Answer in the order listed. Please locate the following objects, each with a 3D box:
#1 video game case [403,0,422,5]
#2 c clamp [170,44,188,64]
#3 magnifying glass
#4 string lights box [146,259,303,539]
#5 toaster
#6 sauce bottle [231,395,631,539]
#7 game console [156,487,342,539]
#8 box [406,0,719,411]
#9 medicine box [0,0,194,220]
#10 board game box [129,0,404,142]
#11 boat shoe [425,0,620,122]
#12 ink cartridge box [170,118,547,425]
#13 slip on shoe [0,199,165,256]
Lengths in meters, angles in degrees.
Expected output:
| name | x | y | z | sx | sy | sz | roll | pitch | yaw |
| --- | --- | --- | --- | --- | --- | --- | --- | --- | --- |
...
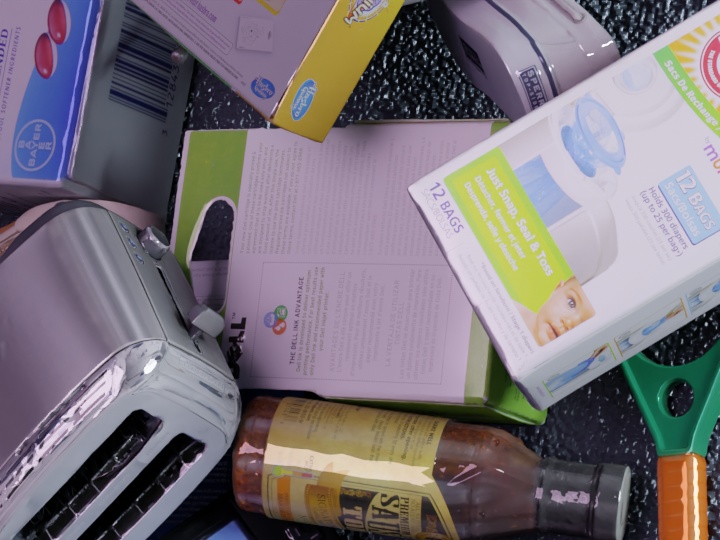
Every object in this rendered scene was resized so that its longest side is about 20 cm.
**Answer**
| name | x | y | z | sx | sy | sz | roll | pitch | yaw |
| --- | --- | --- | --- | --- | --- | --- | --- | --- | --- |
| video game case | 0.087 | -0.211 | 1.505 | 0.199 | 0.023 | 0.182 | -10 | 39 | 31 |
| c clamp | -0.013 | -0.209 | 1.564 | 0.200 | 0.027 | 0.171 | -40 | 16 | 39 |
| magnifying glass | 0.161 | 0.073 | 1.447 | 0.079 | 0.022 | 0.201 | -8 | 72 | 32 |
| string lights box | -0.090 | 0.098 | 1.583 | 0.102 | 0.059 | 0.201 | -2 | 78 | 34 |
| toaster | -0.155 | 0.073 | 1.474 | 0.200 | 0.114 | 0.129 | -45 | 47 | 9 |
| sauce bottle | 0.036 | 0.105 | 1.464 | 0.199 | 0.066 | 0.066 | 7 | 82 | 15 |
| game console | -0.056 | 0.202 | 1.438 | 0.200 | 0.116 | 0.176 | -33 | 81 | -24 |
| box | 0.139 | -0.035 | 1.389 | 0.199 | 0.101 | 0.113 | -30 | 76 | 3 |
| medicine box | -0.201 | -0.130 | 1.686 | 0.199 | 0.103 | 0.183 | 4 | 81 | 34 |
| board game box | -0.023 | -0.188 | 1.476 | 0.153 | 0.040 | 0.201 | 42 | 106 | 44 |
| boat shoe | 0.080 | -0.132 | 1.502 | 0.065 | 0.074 | 0.200 | -25 | 34 | -5 |
| ink cartridge box | 0.000 | 0.000 | 1.526 | 0.199 | 0.076 | 0.149 | 1 | 79 | 29 |
| slip on shoe | -0.190 | 0.006 | 1.660 | 0.199 | 0.076 | 0.061 | -11 | 68 | 36 |
